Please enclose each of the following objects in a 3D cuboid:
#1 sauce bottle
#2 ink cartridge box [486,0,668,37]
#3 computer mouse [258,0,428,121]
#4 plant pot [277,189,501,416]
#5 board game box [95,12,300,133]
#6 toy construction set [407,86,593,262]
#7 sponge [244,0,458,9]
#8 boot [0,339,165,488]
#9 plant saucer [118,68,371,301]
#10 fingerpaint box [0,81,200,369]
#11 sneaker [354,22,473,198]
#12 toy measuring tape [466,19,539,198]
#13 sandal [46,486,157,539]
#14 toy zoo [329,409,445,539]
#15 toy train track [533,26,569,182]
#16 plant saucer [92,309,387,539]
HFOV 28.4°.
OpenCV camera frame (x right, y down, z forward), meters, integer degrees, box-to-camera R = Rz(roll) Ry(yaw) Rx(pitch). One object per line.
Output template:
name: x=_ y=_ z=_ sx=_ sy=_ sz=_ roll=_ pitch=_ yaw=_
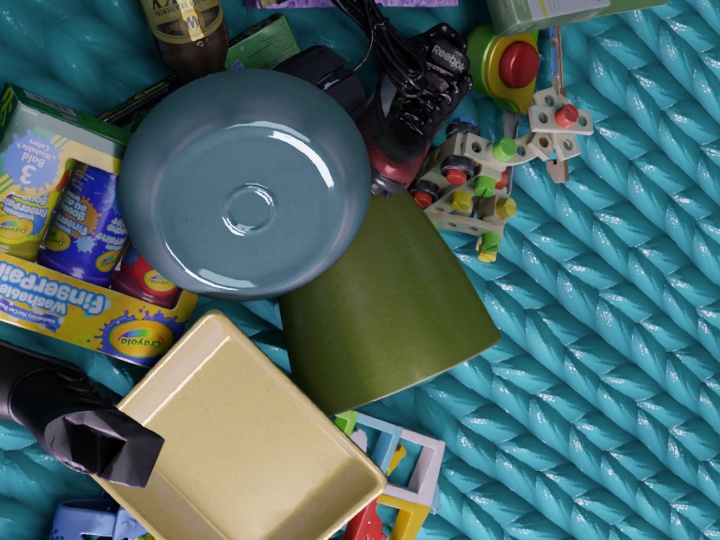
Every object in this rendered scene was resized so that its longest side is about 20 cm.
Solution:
sauce bottle: x=-0.141 y=-0.209 z=1.138 sx=0.064 sy=0.065 sz=0.202 roll=-24 pitch=106 yaw=-20
ink cartridge box: x=0.192 y=-0.298 z=1.278 sx=0.198 sy=0.048 sz=0.148 roll=-15 pitch=86 yaw=-25
computer mouse: x=-0.055 y=-0.160 z=1.123 sx=0.199 sy=0.046 sz=0.141 roll=-33 pitch=86 yaw=-9
plant pot: x=0.000 y=0.000 z=1.222 sx=0.185 sy=0.187 sz=0.202 roll=-22 pitch=91 yaw=-21
board game box: x=-0.128 y=-0.124 z=1.204 sx=0.199 sy=0.023 sz=0.106 roll=-32 pitch=114 yaw=-16
toy construction set: x=0.114 y=-0.082 z=1.252 sx=0.130 sy=0.200 sz=0.093 roll=18 pitch=52 yaw=-21
sponge: x=-0.006 y=-0.283 z=1.221 sx=0.198 sy=0.030 sz=0.113 roll=-6 pitch=105 yaw=-27
boot: x=-0.258 y=0.107 z=1.094 sx=0.163 sy=0.200 sz=0.067 roll=9 pitch=100 yaw=-29
plant saucer: x=-0.086 y=-0.054 z=1.090 sx=0.197 sy=0.036 sz=0.202 roll=-5 pitch=121 yaw=-8
fingerpaint box: x=-0.217 y=-0.031 z=1.135 sx=0.198 sy=0.073 sz=0.168 roll=21 pitch=100 yaw=-27
sneaker: x=0.045 y=-0.142 z=1.193 sx=0.071 sy=0.201 sz=0.098 roll=36 pitch=130 yaw=-10
toy measuring tape: x=0.122 y=-0.155 z=1.303 sx=0.073 sy=0.073 sz=0.203 roll=-3 pitch=111 yaw=-27
sandal: x=-0.239 y=0.232 z=1.216 sx=0.199 sy=0.079 sz=0.088 roll=-36 pitch=114 yaw=-24
toy zoo: x=0.008 y=0.206 z=1.349 sx=0.199 sy=0.020 sz=0.133 roll=24 pitch=86 yaw=-40
toy train track: x=0.173 y=-0.184 z=1.331 sx=0.032 sy=0.115 sz=0.203 roll=-2 pitch=96 yaw=19
plant saucer: x=-0.104 y=0.153 z=1.172 sx=0.200 sy=0.048 sz=0.200 roll=45 pitch=114 yaw=-4
